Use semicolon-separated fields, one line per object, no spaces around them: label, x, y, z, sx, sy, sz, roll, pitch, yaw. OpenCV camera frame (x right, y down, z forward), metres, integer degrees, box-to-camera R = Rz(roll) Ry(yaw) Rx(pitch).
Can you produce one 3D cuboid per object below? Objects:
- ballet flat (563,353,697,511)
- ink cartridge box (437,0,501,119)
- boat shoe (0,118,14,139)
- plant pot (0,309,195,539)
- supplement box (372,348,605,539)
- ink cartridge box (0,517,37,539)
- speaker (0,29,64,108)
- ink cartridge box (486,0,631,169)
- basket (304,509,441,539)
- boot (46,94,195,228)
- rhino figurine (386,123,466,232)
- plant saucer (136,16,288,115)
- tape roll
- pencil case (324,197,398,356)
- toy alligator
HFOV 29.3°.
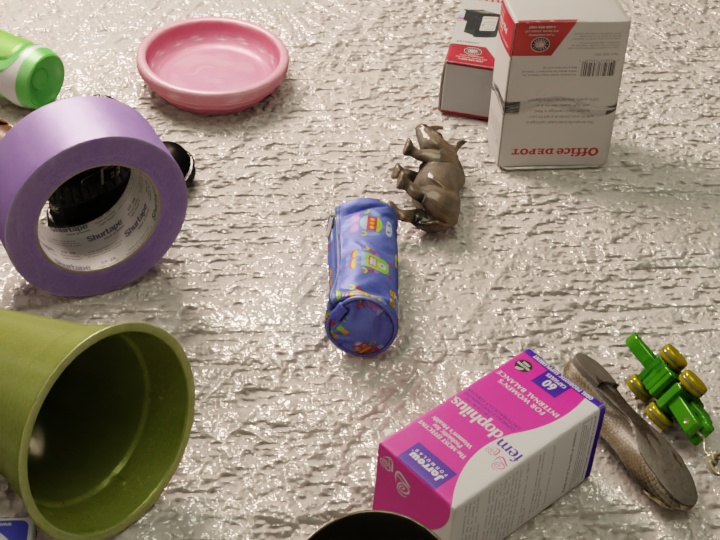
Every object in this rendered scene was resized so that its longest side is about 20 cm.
ballet flat;0.255;0.162;1.337;0.067;0.046;0.200;12;32;-44
ink cartridge box;0.191;-0.286;1.845;0.145;0.083;0.201;9;40;6
boat shoe;-0.457;-0.158;1.639;0.199;0.068;0.072;14;40;12
plant pot;-0.286;0.119;1.246;0.189;0.201;0.200;17;39;36
supplement box;0.117;0.174;1.259;0.199;0.104;0.101;-29;50;-32
ink cartridge box;-0.371;0.290;1.119;0.196;0.047;0.201;1;41;-7
speaker;-0.480;-0.273;1.767;0.199;0.089;0.088;23;43;22
ink cartridge box;0.239;-0.232;1.692;0.146;0.201;0.083;-2;36;-8
basket;0.002;0.308;1.002;0.135;0.201;0.181;8;40;3
boot;-0.273;-0.136;1.557;0.079;0.159;0.211;31;46;29
rhino figurine;0.085;-0.116;1.642;0.087;0.060;0.201;23;38;-7
plant saucer;-0.194;-0.265;1.810;0.199;0.051;0.201;2;40;-2
tape roll;-0.289;-0.077;1.450;0.199;0.201;0.085;-15;43;-23
pencil case;0.000;0.000;1.477;0.087;0.078;0.201;27;34;-19
toy alligator;0.323;0.137;1.364;0.054;0.059;0.200;29;22;-39
